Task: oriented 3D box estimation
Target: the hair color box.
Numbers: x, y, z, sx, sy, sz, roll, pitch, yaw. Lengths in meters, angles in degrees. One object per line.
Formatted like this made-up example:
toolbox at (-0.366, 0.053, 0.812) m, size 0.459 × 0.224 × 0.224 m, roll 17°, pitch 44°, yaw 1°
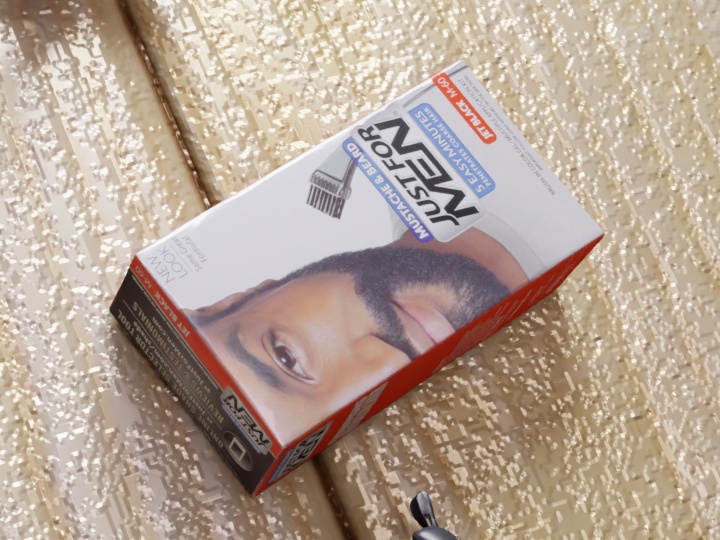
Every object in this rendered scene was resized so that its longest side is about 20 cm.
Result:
hair color box at (0.000, 0.000, 1.067) m, size 0.200 × 0.064 × 0.111 m, roll -33°, pitch 78°, yaw -28°

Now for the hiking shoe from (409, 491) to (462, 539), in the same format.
hiking shoe at (-0.012, 0.175, 0.974) m, size 0.101 × 0.076 × 0.200 m, roll 43°, pitch 49°, yaw 16°
